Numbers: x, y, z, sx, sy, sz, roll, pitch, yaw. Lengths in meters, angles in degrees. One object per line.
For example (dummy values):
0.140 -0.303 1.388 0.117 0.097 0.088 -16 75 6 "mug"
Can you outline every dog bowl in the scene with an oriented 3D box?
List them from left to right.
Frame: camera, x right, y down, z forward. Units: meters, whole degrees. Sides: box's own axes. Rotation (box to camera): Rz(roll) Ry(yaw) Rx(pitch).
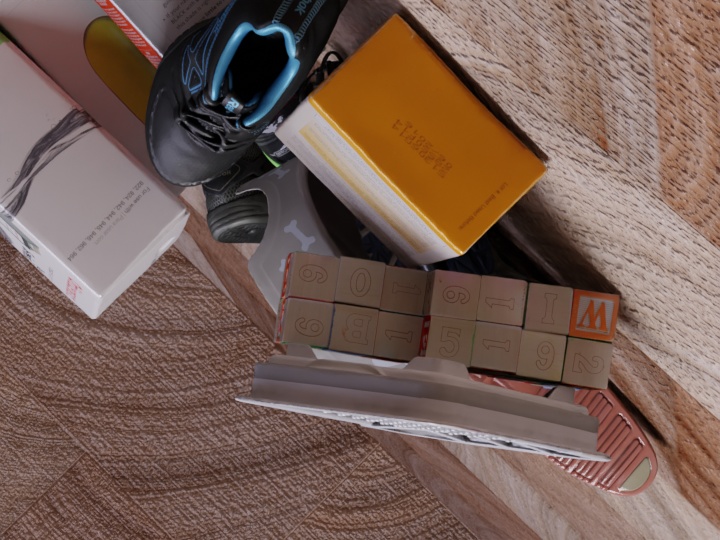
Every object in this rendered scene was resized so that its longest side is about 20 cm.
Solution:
0.000 0.000 1.583 0.200 0.059 0.200 41 -157 -22 "dog bowl"

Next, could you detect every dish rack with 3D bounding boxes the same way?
0.042 0.078 1.375 0.172 0.044 0.200 5 174 38 "dish rack"

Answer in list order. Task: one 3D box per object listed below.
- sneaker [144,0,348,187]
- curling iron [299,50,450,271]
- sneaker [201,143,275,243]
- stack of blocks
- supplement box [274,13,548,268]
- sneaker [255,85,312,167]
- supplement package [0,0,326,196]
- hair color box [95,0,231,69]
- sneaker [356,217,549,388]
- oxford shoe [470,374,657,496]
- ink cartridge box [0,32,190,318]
-0.078 -0.107 1.301 0.073 0.082 0.200 30 135 -8 "sneaker"
0.018 -0.050 1.487 0.026 0.050 0.200 -18 104 48 "curling iron"
-0.079 -0.079 1.944 0.199 0.076 0.114 7 -114 -64 "sneaker"
0.051 0.032 1.422 0.200 0.059 0.115 9 176 -5 "stack of blocks"
0.026 -0.072 1.346 0.126 0.074 0.200 45 173 -4 "supplement box"
-0.093 -0.144 1.675 0.200 0.077 0.084 29 159 33 "sneaker"
-0.160 -0.175 1.505 0.200 0.152 0.151 48 171 -23 "supplement package"
-0.122 -0.198 1.378 0.200 0.102 0.061 48 173 -15 "hair color box"
0.073 0.010 1.549 0.200 0.077 0.085 45 177 9 "sneaker"
0.143 0.084 1.669 0.200 0.071 0.074 44 -163 9 "oxford shoe"
-0.213 -0.069 1.462 0.200 0.084 0.146 44 170 -1 "ink cartridge box"
